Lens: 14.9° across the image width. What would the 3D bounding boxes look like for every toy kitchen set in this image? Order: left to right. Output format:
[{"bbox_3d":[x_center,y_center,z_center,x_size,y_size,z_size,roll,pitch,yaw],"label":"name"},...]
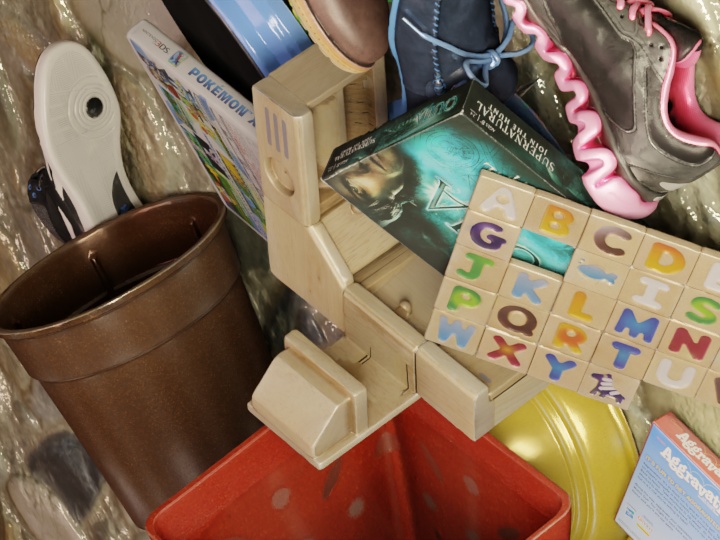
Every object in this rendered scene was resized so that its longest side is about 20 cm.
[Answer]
[{"bbox_3d":[0.000,0.000,1.709,0.200,0.163,0.181,38,150,31],"label":"toy kitchen set"}]

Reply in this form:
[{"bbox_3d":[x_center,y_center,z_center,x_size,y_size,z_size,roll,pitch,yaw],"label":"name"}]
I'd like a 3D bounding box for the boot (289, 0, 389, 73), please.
[{"bbox_3d":[0.028,-0.224,1.582,0.166,0.072,0.201,-11,96,32],"label":"boot"}]

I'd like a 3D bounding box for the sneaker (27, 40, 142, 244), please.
[{"bbox_3d":[-0.238,-0.092,2.190,0.112,0.073,0.201,16,129,51],"label":"sneaker"}]

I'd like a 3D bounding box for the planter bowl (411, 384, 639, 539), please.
[{"bbox_3d":[0.092,0.123,1.827,0.200,0.083,0.201,40,145,36],"label":"planter bowl"}]

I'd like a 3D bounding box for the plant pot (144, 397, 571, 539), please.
[{"bbox_3d":[0.011,0.209,1.763,0.200,0.199,0.177,37,154,38],"label":"plant pot"}]

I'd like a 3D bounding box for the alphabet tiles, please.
[{"bbox_3d":[0.146,0.025,1.614,0.199,0.008,0.168,20,143,2],"label":"alphabet tiles"}]

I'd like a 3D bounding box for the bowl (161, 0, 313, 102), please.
[{"bbox_3d":[-0.080,-0.157,1.841,0.201,0.039,0.201,51,171,11],"label":"bowl"}]

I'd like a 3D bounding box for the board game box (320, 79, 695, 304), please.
[{"bbox_3d":[0.091,-0.024,1.617,0.200,0.028,0.135,38,145,-23],"label":"board game box"}]

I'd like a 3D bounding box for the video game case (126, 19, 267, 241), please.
[{"bbox_3d":[-0.071,-0.068,1.917,0.182,0.022,0.200,39,166,40],"label":"video game case"}]

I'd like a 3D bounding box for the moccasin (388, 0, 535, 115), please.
[{"bbox_3d":[0.066,-0.118,1.596,0.068,0.080,0.200,34,154,28],"label":"moccasin"}]

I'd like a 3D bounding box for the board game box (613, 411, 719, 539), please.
[{"bbox_3d":[0.241,0.188,1.697,0.200,0.019,0.103,46,145,25],"label":"board game box"}]

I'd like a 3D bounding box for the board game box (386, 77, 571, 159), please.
[{"bbox_3d":[0.096,-0.055,1.719,0.159,0.039,0.200,60,154,-8],"label":"board game box"}]

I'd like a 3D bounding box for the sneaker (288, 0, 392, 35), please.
[{"bbox_3d":[0.011,-0.190,1.700,0.084,0.074,0.200,57,151,18],"label":"sneaker"}]

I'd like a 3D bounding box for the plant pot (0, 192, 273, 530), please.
[{"bbox_3d":[-0.151,0.077,2.086,0.200,0.200,0.199,5,125,57],"label":"plant pot"}]

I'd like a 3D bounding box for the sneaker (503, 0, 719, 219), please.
[{"bbox_3d":[0.148,-0.133,1.549,0.095,0.079,0.201,-21,97,39],"label":"sneaker"}]
